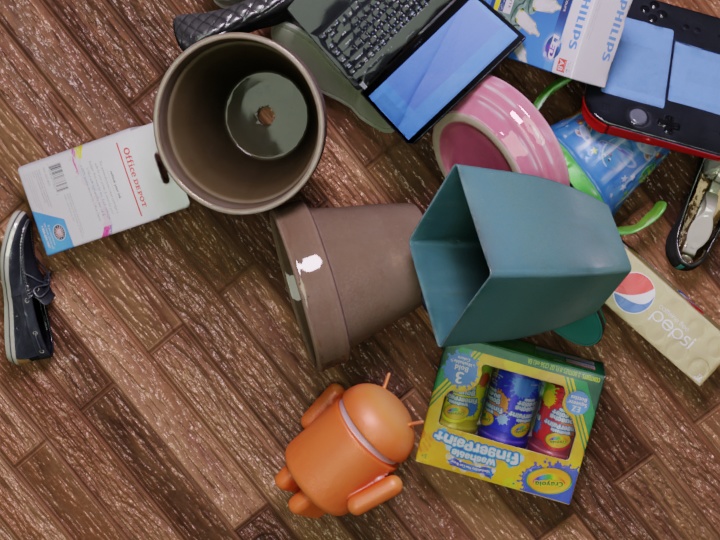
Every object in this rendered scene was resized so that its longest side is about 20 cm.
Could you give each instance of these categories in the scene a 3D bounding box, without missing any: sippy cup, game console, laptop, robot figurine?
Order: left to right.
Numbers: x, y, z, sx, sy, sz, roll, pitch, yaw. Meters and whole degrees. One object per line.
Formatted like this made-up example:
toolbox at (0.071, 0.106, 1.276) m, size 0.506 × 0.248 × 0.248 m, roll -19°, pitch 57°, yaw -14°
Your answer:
robot figurine at (-0.012, 0.223, 1.626) m, size 0.116 × 0.144 × 0.200 m, roll 42°, pitch 103°, yaw -18°
laptop at (0.048, -0.276, 1.467) m, size 0.177 × 0.103 × 0.200 m, roll -42°, pitch 103°, yaw 3°
sippy cup at (0.284, -0.139, 1.522) m, size 0.130 × 0.140 × 0.178 m, roll -37°, pitch 136°, yaw 2°
game console at (0.343, -0.222, 1.479) m, size 0.174 × 0.031 × 0.202 m, roll 13°, pitch 59°, yaw 4°

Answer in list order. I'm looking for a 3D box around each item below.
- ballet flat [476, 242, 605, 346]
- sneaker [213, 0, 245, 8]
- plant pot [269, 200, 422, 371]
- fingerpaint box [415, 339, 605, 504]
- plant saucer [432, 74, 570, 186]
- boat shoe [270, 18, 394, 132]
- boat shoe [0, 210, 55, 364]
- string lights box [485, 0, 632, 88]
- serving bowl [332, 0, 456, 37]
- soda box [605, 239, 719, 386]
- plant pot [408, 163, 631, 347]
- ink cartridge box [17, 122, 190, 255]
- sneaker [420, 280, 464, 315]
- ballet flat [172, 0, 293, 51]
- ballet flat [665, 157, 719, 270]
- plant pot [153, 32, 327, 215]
ballet flat at (0.211, 0.010, 1.561) m, size 0.199 × 0.071 × 0.068 m, roll 37°, pitch 109°, yaw -10°
sneaker at (-0.098, -0.371, 1.547) m, size 0.199 × 0.092 × 0.076 m, roll -34°, pitch 93°, yaw 11°
plant pot at (0.000, 0.000, 1.563) m, size 0.172 × 0.200 × 0.203 m, roll -16°, pitch 98°, yaw -6°
fingerpaint box at (0.183, 0.174, 1.612) m, size 0.197 × 0.073 × 0.169 m, roll 16°, pitch 101°, yaw 5°
plant saucer at (0.151, -0.127, 1.506) m, size 0.051 × 0.200 × 0.202 m, roll -37°, pitch 94°, yaw -24°
boat shoe at (-0.018, -0.244, 1.576) m, size 0.200 × 0.072 × 0.061 m, roll 38°, pitch 59°, yaw 12°
boat shoe at (-0.420, 0.023, 1.673) m, size 0.061 × 0.075 × 0.203 m, roll 2°, pitch 105°, yaw 2°
string lights box at (0.205, -0.280, 1.474) m, size 0.058 × 0.199 × 0.104 m, roll 8°, pitch 105°, yaw -36°
serving bowl at (0.044, -0.376, 1.531) m, size 0.197 × 0.066 × 0.203 m, roll -1°, pitch 103°, yaw -6°
soda box at (0.351, 0.043, 1.571) m, size 0.200 × 0.064 × 0.068 m, roll 42°, pitch 102°, yaw 0°
plant pot at (0.180, -0.015, 1.428) m, size 0.197 × 0.143 × 0.142 m, roll 0°, pitch 146°, yaw -24°
ink cartridge box at (-0.309, -0.106, 1.635) m, size 0.197 × 0.068 × 0.117 m, roll -17°, pitch 97°, yaw 11°
sneaker at (0.115, 0.046, 1.540) m, size 0.070 × 0.199 × 0.082 m, roll 47°, pitch 115°, yaw 18°
ballet flat at (-0.125, -0.309, 1.530) m, size 0.198 × 0.067 × 0.057 m, roll -27°, pitch 80°, yaw -11°
ballet flat at (0.417, -0.090, 1.536) m, size 0.067 × 0.068 × 0.203 m, roll 20°, pitch 102°, yaw 4°
plant pot at (-0.125, -0.176, 1.543) m, size 0.197 × 0.174 × 0.203 m, roll 1°, pitch 100°, yaw 8°
